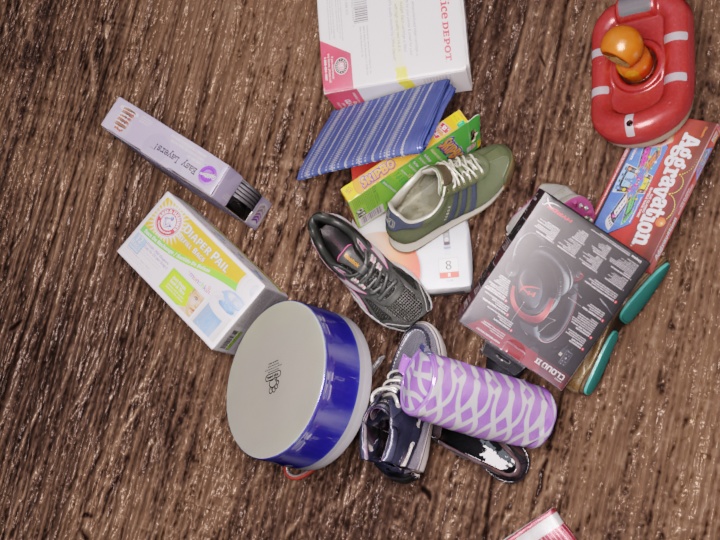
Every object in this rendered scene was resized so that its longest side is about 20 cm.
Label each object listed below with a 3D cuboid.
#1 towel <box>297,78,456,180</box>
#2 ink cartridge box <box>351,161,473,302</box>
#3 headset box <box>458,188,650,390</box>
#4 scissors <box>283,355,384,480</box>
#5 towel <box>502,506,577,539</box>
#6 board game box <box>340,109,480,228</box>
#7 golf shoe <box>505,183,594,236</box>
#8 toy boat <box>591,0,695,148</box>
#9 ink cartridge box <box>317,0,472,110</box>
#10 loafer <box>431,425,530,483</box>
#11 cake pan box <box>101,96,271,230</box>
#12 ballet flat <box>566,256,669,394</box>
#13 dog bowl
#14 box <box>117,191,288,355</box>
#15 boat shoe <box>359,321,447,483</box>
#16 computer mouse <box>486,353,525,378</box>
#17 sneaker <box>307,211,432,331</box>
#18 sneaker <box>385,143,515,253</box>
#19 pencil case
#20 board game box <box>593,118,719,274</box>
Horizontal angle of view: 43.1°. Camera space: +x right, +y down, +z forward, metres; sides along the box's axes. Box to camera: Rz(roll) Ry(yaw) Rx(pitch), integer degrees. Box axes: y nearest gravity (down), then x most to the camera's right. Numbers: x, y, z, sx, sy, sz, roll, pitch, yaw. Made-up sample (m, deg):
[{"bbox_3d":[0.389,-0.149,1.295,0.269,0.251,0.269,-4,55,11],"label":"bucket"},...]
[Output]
[{"bbox_3d":[0.021,-0.180,1.184,0.198,0.024,0.146,-9,41,36],"label":"towel"},{"bbox_3d":[0.064,-0.065,1.211,0.160,0.050,0.203,-6,82,12],"label":"ink cartridge box"},{"bbox_3d":[0.217,0.029,1.071,0.148,0.075,0.201,32,100,1],"label":"headset box"},{"bbox_3d":[-0.030,0.198,1.208,0.199,0.014,0.074,-36,72,4],"label":"scissors"},{"bbox_3d":[0.233,0.412,1.102,0.143,0.023,0.201,-34,74,5],"label":"towel"},{"bbox_3d":[0.068,-0.133,1.174,0.198,0.096,0.030,-32,71,-2],"label":"board game box"},{"bbox_3d":[0.212,-0.024,1.166,0.201,0.075,0.092,-51,36,13],"label":"golf shoe"},{"bbox_3d":[0.335,-0.256,1.122,0.129,0.130,0.203,-6,75,37],"label":"toy boat"},{"bbox_3d":[0.049,-0.310,1.239,0.197,0.083,0.148,-6,79,12],"label":"ink cartridge box"},{"bbox_3d":[0.124,0.195,1.143,0.199,0.063,0.072,32,89,17],"label":"loafer"},{"bbox_3d":[-0.226,-0.137,1.223,0.199,0.184,0.053,32,88,17],"label":"cake pan box"},{"bbox_3d":[0.301,0.056,1.132,0.072,0.068,0.202,33,94,30],"label":"ballet flat"},{"bbox_3d":[-0.080,0.143,1.144,0.199,0.078,0.203,-23,57,41],"label":"dog bowl"},{"bbox_3d":[-0.213,0.005,1.238,0.200,0.101,0.113,42,92,16],"label":"box"},{"bbox_3d":[0.052,0.151,1.109,0.074,0.093,0.203,-3,69,30],"label":"boat shoe"},{"bbox_3d":[0.210,0.055,1.127,0.058,0.034,0.202,15,108,-16],"label":"computer mouse"},{"bbox_3d":[0.000,0.000,1.149,0.199,0.086,0.081,38,92,17],"label":"sneaker"},{"bbox_3d":[0.113,-0.105,1.154,0.199,0.090,0.067,-37,61,-5],"label":"sneaker"},{"bbox_3d":[0.137,0.153,1.083,0.198,0.085,0.085,21,98,-23],"label":"pencil case"},{"bbox_3d":[0.356,-0.100,1.130,0.102,0.019,0.202,21,79,43],"label":"board game box"}]
